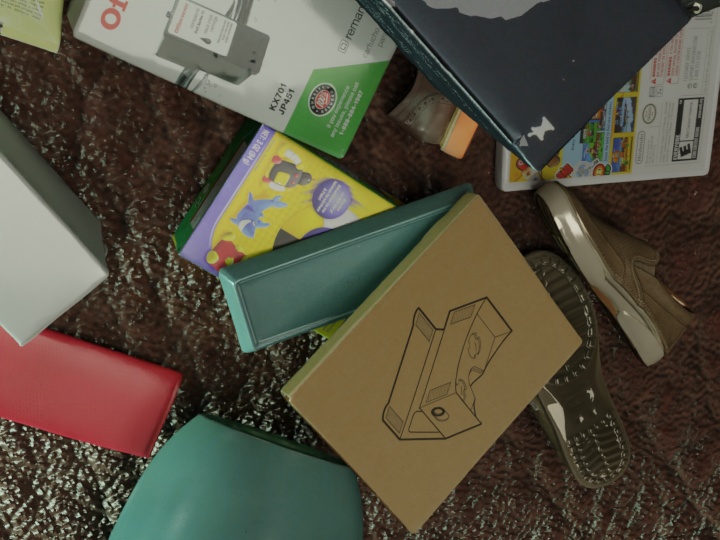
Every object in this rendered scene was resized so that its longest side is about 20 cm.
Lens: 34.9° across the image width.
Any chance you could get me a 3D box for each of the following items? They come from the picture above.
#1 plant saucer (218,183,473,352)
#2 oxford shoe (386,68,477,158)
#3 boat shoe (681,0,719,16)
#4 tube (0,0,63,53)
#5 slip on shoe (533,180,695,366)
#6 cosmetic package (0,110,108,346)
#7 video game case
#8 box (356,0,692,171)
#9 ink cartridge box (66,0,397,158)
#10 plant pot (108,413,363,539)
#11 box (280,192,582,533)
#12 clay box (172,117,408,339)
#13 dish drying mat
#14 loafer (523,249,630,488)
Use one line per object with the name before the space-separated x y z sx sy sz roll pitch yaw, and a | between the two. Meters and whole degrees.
plant saucer | 0.000 0.000 0.836 0.198 0.019 0.070 -19 113 -10
oxford shoe | 0.075 -0.179 0.803 0.072 0.071 0.201 21 113 2
boat shoe | 0.210 -0.191 0.821 0.199 0.069 0.057 -28 117 -6
tube | -0.206 -0.244 0.722 0.052 0.058 0.201 -13 127 -57
slip on shoe | 0.205 -0.005 0.911 0.060 0.076 0.200 -36 119 6
cosmetic package | -0.256 -0.061 0.742 0.081 0.113 0.200 -36 114 0
video game case | 0.193 -0.165 0.876 0.180 0.023 0.202 -5 113 -14
box | 0.047 -0.185 0.633 0.117 0.200 0.197 -43 114 7
ink cartridge box | -0.075 -0.184 0.759 0.199 0.083 0.147 22 103 -21
plant pot | -0.088 0.201 0.852 0.199 0.200 0.162 21 83 -22
box | 0.059 0.070 0.840 0.200 0.021 0.164 -46 118 -12
clay box | -0.026 -0.018 0.858 0.199 0.048 0.115 30 100 -23
dish drying mat | -0.238 0.080 0.854 0.199 0.018 0.077 21 103 -21
loafer | 0.159 0.081 0.940 0.075 0.068 0.202 -20 99 -16
